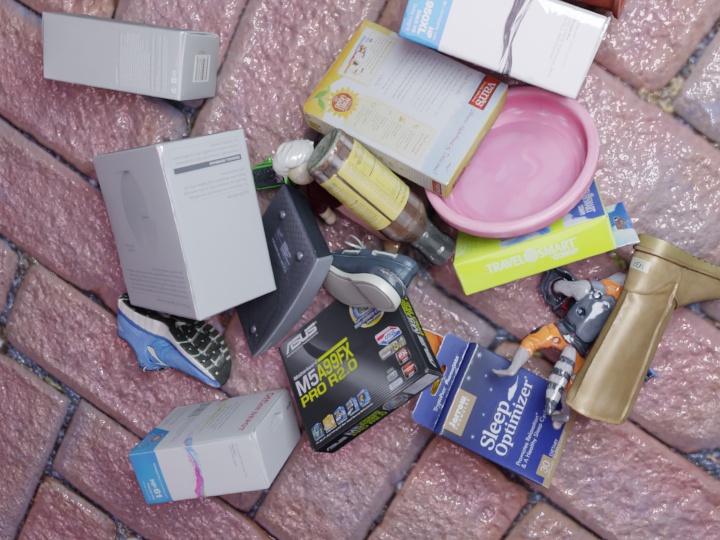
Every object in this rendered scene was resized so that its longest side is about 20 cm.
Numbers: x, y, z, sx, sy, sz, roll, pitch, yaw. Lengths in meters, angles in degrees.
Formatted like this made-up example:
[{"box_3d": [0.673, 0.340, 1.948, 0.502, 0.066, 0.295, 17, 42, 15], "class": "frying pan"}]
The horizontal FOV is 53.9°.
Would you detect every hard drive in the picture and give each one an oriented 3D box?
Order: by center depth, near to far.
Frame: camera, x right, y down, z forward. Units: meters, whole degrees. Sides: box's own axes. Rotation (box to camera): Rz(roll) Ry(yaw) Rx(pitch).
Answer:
[{"box_3d": [-0.106, 0.004, 0.915, 0.201, 0.042, 0.137, -54, 50, 38], "class": "hard drive"}]

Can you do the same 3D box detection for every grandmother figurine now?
[{"box_3d": [-0.017, -0.095, 0.856, 0.197, 0.061, 0.121, 29, 123, -24], "class": "grandmother figurine"}]

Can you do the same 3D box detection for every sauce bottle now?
[{"box_3d": [0.028, -0.076, 0.806, 0.064, 0.065, 0.199, -40, 117, 21], "class": "sauce bottle"}]

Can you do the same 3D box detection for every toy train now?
[{"box_3d": [-0.047, -0.135, 0.901, 0.195, 0.056, 0.043, -8, 104, 18], "class": "toy train"}]

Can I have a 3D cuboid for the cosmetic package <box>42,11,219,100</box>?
[{"box_3d": [-0.291, -0.273, 0.902, 0.195, 0.107, 0.092, 14, 109, 9], "class": "cosmetic package"}]

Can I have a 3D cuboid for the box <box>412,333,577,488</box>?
[{"box_3d": [0.173, 0.175, 0.889, 0.197, 0.032, 0.123, 27, 81, -10], "class": "box"}]

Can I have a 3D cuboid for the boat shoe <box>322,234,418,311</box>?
[{"box_3d": [0.000, 0.000, 0.870, 0.062, 0.199, 0.075, -47, 111, -17], "class": "boat shoe"}]

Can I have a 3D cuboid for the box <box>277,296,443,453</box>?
[{"box_3d": [-0.007, 0.117, 0.924, 0.199, 0.044, 0.163, -38, 58, 22], "class": "box"}]

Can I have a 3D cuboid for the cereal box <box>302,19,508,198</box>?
[{"box_3d": [0.051, -0.188, 0.811, 0.197, 0.040, 0.145, 31, 75, 17], "class": "cereal box"}]

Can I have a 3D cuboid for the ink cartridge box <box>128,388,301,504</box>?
[{"box_3d": [-0.200, 0.247, 1.003, 0.195, 0.145, 0.087, -14, 102, 18], "class": "ink cartridge box"}]

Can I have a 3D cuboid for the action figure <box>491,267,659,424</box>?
[{"box_3d": [0.279, 0.092, 0.845, 0.198, 0.105, 0.195, 36, 91, -3], "class": "action figure"}]

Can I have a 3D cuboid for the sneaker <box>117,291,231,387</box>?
[{"box_3d": [-0.273, 0.111, 1.030, 0.198, 0.078, 0.091, 32, 119, 13], "class": "sneaker"}]

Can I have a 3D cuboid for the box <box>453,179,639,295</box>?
[{"box_3d": [0.209, -0.044, 0.820, 0.196, 0.123, 0.048, -18, 112, 19], "class": "box"}]

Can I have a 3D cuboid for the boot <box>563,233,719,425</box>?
[{"box_3d": [0.327, 0.075, 0.802, 0.172, 0.066, 0.204, 17, 98, -28], "class": "boot"}]

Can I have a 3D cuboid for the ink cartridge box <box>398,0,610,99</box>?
[{"box_3d": [0.155, -0.261, 0.763, 0.196, 0.145, 0.086, 22, 112, 8], "class": "ink cartridge box"}]

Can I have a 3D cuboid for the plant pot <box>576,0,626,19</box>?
[{"box_3d": [0.189, -0.375, 0.707, 0.191, 0.200, 0.206, 17, 110, 18], "class": "plant pot"}]

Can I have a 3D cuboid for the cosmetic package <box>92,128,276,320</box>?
[{"box_3d": [-0.222, -0.060, 0.892, 0.197, 0.121, 0.205, 6, 110, 49], "class": "cosmetic package"}]

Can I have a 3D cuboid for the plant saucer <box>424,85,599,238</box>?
[{"box_3d": [0.169, -0.117, 0.801, 0.196, 0.205, 0.051, -12, 144, 18], "class": "plant saucer"}]

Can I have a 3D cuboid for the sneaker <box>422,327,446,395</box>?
[{"box_3d": [0.119, 0.152, 0.928, 0.200, 0.077, 0.073, 43, 113, 2], "class": "sneaker"}]
